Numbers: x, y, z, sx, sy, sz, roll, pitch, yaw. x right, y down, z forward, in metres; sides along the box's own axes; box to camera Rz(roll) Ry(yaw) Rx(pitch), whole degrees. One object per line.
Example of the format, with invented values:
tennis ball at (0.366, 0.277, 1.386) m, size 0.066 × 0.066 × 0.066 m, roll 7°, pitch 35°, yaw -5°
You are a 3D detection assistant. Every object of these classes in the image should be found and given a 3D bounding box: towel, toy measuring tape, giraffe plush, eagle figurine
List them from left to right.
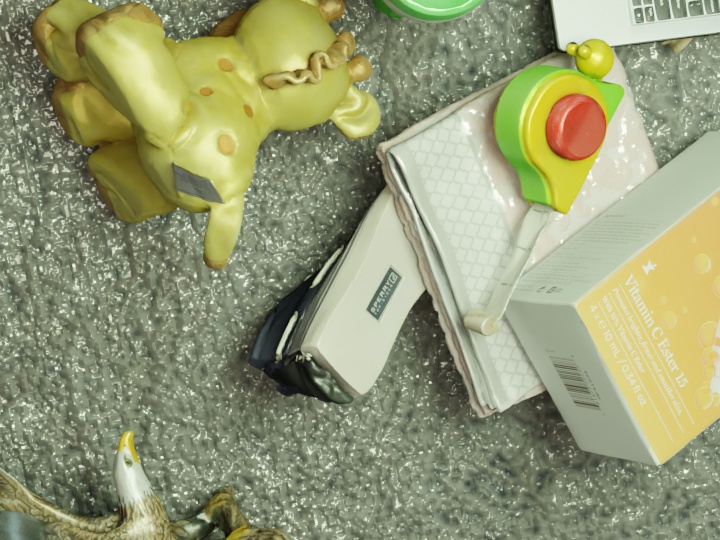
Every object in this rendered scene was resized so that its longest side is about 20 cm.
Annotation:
eagle figurine at (-0.163, 0.178, 1.555) m, size 0.199 × 0.152 × 0.151 m, roll -8°, pitch 64°, yaw -21°
giraffe plush at (-0.083, -0.118, 1.511) m, size 0.162 × 0.200 × 0.173 m, roll -36°, pitch 135°, yaw -23°
toy measuring tape at (0.101, -0.061, 1.509) m, size 0.073 × 0.074 × 0.200 m, roll 29°, pitch 84°, yaw -10°
towel at (0.122, -0.030, 1.573) m, size 0.191 × 0.032 × 0.201 m, roll -28°, pitch 104°, yaw -24°

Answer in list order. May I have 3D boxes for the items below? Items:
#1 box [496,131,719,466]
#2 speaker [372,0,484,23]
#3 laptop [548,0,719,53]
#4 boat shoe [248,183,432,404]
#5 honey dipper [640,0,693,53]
box at (0.209, 0.014, 1.547) m, size 0.200 × 0.097 × 0.125 m, roll -37°, pitch 108°, yaw -21°
speaker at (0.036, -0.199, 1.479) m, size 0.088 × 0.200 × 0.089 m, roll -1°, pitch 100°, yaw -6°
laptop at (0.216, -0.249, 1.511) m, size 0.199 × 0.116 × 0.188 m, roll -8°, pitch 85°, yaw -8°
boat shoe at (0.000, 0.000, 1.578) m, size 0.075 × 0.093 × 0.200 m, roll 48°, pitch 61°, yaw -24°
honey dipper at (0.136, -0.211, 1.573) m, size 0.200 × 0.038 × 0.038 m, roll 33°, pitch 95°, yaw -8°
